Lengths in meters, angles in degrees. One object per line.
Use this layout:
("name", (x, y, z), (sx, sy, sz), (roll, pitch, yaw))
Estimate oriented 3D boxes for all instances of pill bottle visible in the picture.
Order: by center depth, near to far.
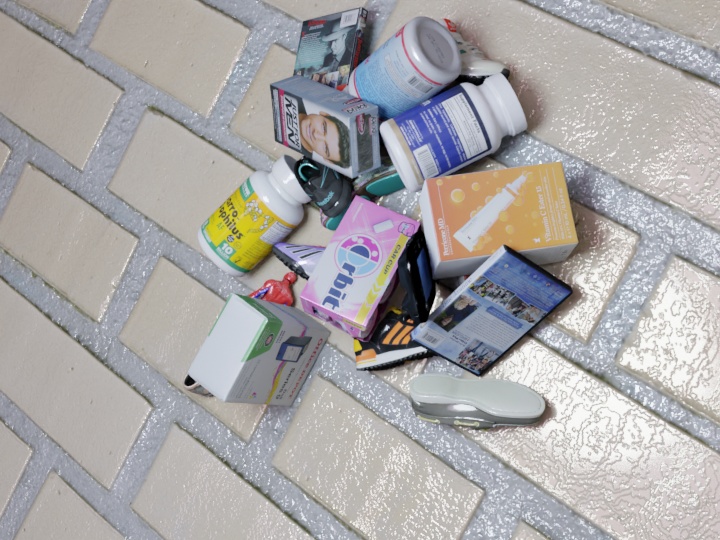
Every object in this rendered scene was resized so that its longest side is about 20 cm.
("pill bottle", (0.139, -0.208, 1.646), (0.199, 0.116, 0.116), (-26, 68, 0))
("pill bottle", (0.052, -0.287, 1.678), (0.200, 0.108, 0.109), (-33, 65, 43))
("pill bottle", (-0.165, -0.093, 1.823), (0.200, 0.113, 0.113), (-42, 64, 16))

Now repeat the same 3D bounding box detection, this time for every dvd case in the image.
("dvd case", (0.185, 0.061, 1.573), (0.200, 0.142, 0.018), (-45, 34, 24))
("dvd case", (-0.059, -0.328, 1.829), (0.146, 0.022, 0.201), (-1, 77, 45))

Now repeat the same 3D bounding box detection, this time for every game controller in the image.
("game controller", (0.084, 0.006, 1.582), (0.042, 0.200, 0.105), (-2, 102, 9))

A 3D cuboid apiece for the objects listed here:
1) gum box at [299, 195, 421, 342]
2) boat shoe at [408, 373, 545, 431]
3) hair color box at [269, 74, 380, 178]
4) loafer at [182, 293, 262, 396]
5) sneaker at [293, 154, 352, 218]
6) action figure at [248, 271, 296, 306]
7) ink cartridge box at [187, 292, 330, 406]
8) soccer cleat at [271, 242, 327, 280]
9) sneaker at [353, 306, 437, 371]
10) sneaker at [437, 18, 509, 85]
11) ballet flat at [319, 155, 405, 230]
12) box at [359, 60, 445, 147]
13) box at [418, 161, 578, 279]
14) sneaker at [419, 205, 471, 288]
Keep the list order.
("gum box", (0.000, 0.000, 1.685), (0.113, 0.066, 0.201), (24, 70, 15))
("boat shoe", (0.170, 0.198, 1.613), (0.201, 0.072, 0.061), (7, 125, 18))
("hair color box", (-0.056, -0.224, 1.700), (0.200, 0.060, 0.099), (29, 133, 43))
("loafer", (-0.226, 0.125, 1.846), (0.072, 0.063, 0.201), (38, 100, 28))
("sneaker", (-0.064, -0.169, 1.764), (0.075, 0.079, 0.200), (-45, 33, 20))
("action figure", (-0.173, 0.077, 1.804), (0.065, 0.052, 0.200), (45, 75, -12))
("ink cartridge box", (-0.154, 0.127, 1.728), (0.087, 0.200, 0.146), (32, 96, 26))
("soccer cleat", (-0.053, -0.011, 1.778), (0.199, 0.068, 0.073), (25, 81, 29))
("sneaker", (0.073, 0.092, 1.680), (0.199, 0.070, 0.091), (-18, 76, 28))
("sneaker", (0.143, -0.344, 1.717), (0.199, 0.070, 0.094), (14, 94, 33))
("ballet flat", (0.009, -0.139, 1.763), (0.200, 0.069, 0.071), (-33, 62, 25))
("box", (0.032, -0.266, 1.791), (0.199, 0.032, 0.122), (23, 93, 30))
("box", (0.194, -0.071, 1.576), (0.199, 0.098, 0.125), (-8, 75, -4))
("sneaker", (0.147, -0.035, 1.670), (0.082, 0.078, 0.201), (-33, 67, 47))
